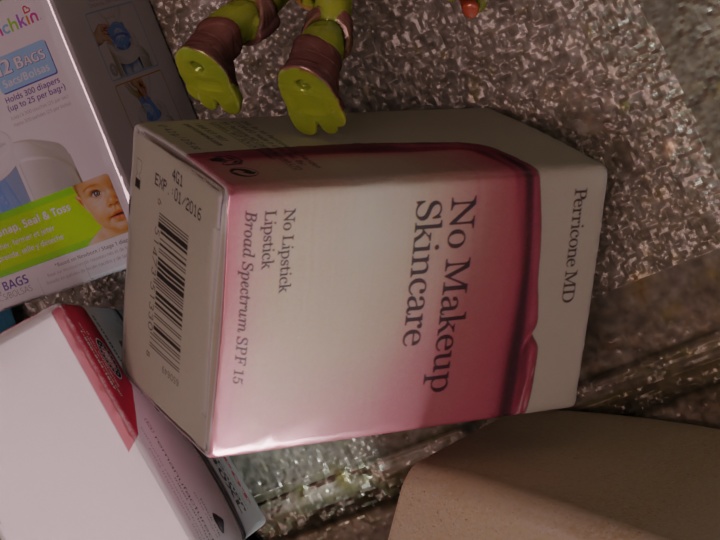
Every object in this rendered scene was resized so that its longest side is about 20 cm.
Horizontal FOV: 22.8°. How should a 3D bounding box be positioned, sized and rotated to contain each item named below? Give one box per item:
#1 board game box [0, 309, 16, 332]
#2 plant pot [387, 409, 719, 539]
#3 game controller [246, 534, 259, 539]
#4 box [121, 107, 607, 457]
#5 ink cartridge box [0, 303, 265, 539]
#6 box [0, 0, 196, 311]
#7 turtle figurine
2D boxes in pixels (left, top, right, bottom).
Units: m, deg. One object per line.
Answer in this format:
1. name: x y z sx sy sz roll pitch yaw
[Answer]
1. board game box: -0.281 0.006 1.036 0.152 0.045 0.200 -13 100 29
2. plant pot: 0.111 0.171 0.870 0.177 0.200 0.200 23 110 24
3. game controller: -0.126 0.163 1.040 0.200 0.042 0.104 40 100 5
4. box: 0.000 0.000 0.841 0.109 0.200 0.128 34 124 55
5. ink cartridge box: -0.129 0.097 0.917 0.083 0.200 0.145 -31 86 3
6. box: -0.167 -0.095 0.940 0.112 0.101 0.200 -18 98 23
7. turtle figurine: -0.009 -0.140 0.843 0.200 0.161 0.064 21 146 5
